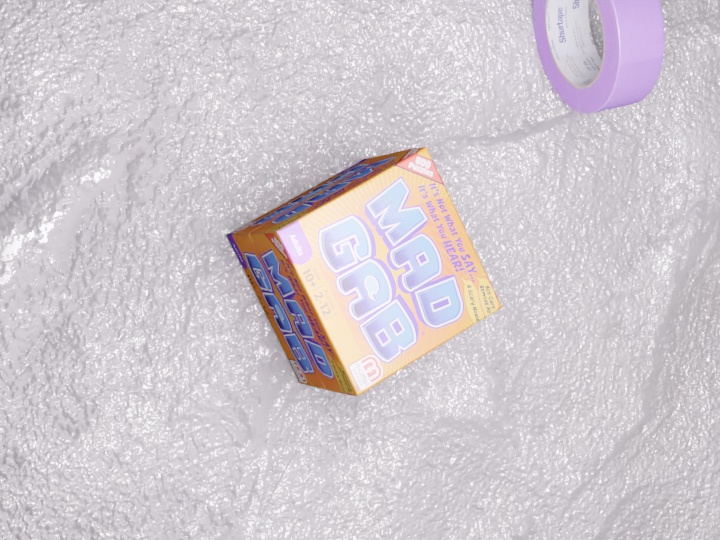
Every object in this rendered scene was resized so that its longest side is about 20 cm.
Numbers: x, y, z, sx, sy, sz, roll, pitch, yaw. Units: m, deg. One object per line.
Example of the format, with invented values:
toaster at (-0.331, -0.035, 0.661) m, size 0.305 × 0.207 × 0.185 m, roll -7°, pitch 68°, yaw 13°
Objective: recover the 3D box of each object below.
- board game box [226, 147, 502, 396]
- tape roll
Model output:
board game box at (0.000, 0.000, 1.717) m, size 0.199 × 0.200 × 0.201 m, roll -30°, pitch 100°, yaw -18°
tape roll at (0.284, -0.294, 1.823) m, size 0.065 × 0.200 × 0.202 m, roll -14°, pitch 95°, yaw -19°
